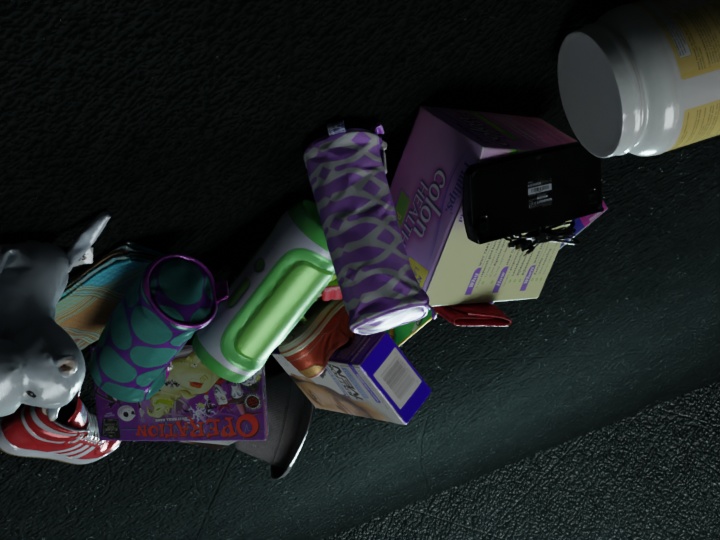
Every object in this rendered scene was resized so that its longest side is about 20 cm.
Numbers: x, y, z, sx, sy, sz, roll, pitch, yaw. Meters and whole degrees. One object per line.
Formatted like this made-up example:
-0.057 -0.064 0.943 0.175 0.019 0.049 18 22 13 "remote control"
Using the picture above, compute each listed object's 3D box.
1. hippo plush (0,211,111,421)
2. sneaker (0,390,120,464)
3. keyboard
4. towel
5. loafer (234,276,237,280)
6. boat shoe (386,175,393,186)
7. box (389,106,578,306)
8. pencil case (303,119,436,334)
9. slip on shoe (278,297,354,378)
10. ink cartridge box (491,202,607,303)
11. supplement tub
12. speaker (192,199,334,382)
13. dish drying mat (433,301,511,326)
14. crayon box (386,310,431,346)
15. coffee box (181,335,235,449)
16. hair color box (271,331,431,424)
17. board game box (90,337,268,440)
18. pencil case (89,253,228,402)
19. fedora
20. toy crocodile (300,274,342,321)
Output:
-0.320 0.065 1.146 0.199 0.162 0.159 -10 157 -31 "hippo plush"
-0.354 0.193 1.575 0.112 0.072 0.199 -30 157 29 "sneaker"
0.166 -0.068 1.232 0.199 0.105 0.039 -14 -165 -38 "keyboard"
-0.278 0.036 1.327 0.199 0.022 0.146 -30 158 20 "towel"
-0.132 0.059 1.464 0.068 0.076 0.200 -25 162 -12 "loafer"
0.034 -0.064 1.336 0.060 0.073 0.201 -26 157 24 "boat shoe"
0.126 -0.065 1.289 0.199 0.097 0.177 -3 122 -46 "box"
0.006 -0.039 1.191 0.085 0.202 0.084 -14 170 -4 "pencil case"
-0.033 0.066 1.528 0.074 0.061 0.200 -24 -166 35 "slip on shoe"
0.211 -0.023 1.528 0.196 0.043 0.200 -39 179 -6 "ink cartridge box"
0.305 -0.194 1.188 0.198 0.146 0.146 -17 160 -14 "supplement tub"
-0.094 0.023 1.325 0.200 0.089 0.088 -51 152 16 "speaker"
0.079 0.015 1.347 0.076 0.200 0.018 3 109 -31 "dish drying mat"
0.082 0.023 1.556 0.119 0.058 0.200 -44 180 -42 "crayon box"
-0.207 0.153 1.571 0.079 0.114 0.200 -27 160 12 "coffee box"
-0.014 0.130 1.590 0.065 0.110 0.199 -49 -153 -23 "hair color box"
-0.208 0.138 1.435 0.198 0.121 0.032 -1 -160 5 "board game box"
-0.216 0.063 1.305 0.092 0.086 0.200 8 149 -25 "pencil case"
-0.129 0.202 1.767 0.090 0.178 0.200 13 155 -10 "fedora"
0.000 0.000 1.477 0.199 0.062 0.068 -19 160 -11 "toy crocodile"
